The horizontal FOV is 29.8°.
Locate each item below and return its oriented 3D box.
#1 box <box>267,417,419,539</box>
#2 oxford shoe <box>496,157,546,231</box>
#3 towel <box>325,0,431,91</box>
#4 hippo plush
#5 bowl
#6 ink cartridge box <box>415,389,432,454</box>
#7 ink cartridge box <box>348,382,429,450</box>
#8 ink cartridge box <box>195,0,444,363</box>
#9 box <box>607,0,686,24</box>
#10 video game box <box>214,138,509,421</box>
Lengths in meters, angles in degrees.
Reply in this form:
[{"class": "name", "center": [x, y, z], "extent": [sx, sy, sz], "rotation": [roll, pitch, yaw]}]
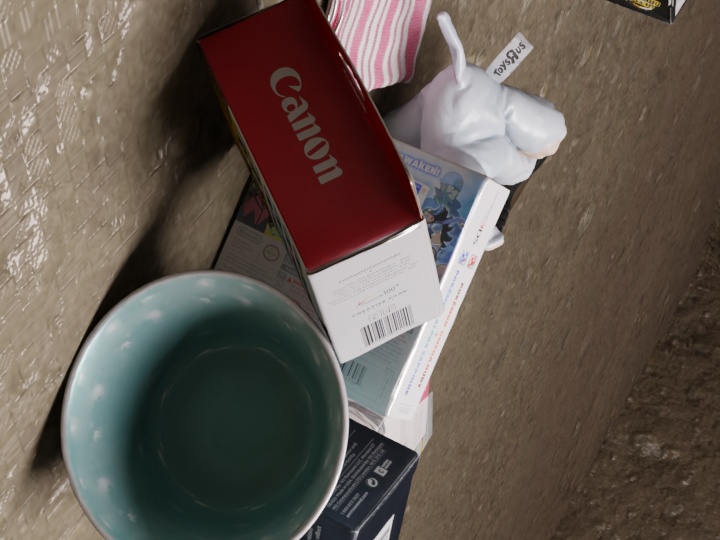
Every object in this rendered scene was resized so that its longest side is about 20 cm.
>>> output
[{"class": "box", "center": [-0.072, 0.184, 1.070], "extent": [0.107, 0.198, 0.150], "rotation": [-43, 151, -49]}, {"class": "oxford shoe", "center": [0.158, -0.106, 1.566], "extent": [0.201, 0.072, 0.085], "rotation": [-57, 175, -20]}, {"class": "towel", "center": [0.023, -0.215, 1.122], "extent": [0.200, 0.030, 0.148], "rotation": [-26, 137, -62]}, {"class": "hippo plush", "center": [0.101, -0.084, 1.175], "extent": [0.200, 0.157, 0.163], "rotation": [126, -26, -59]}, {"class": "bowl", "center": [-0.096, 0.107, 0.941], "extent": [0.203, 0.199, 0.105], "rotation": [-65, 167, -3]}, {"class": "ink cartridge box", "center": [0.013, 0.228, 1.551], "extent": [0.201, 0.059, 0.104], "rotation": [-55, 158, -29]}, {"class": "ink cartridge box", "center": [-0.008, 0.179, 1.408], "extent": [0.200, 0.082, 0.148], "rotation": [-52, 156, -37]}, {"class": "ink cartridge box", "center": [-0.029, -0.072, 0.885], "extent": [0.083, 0.201, 0.176], "rotation": [-25, 151, -5]}, {"class": "box", "center": [0.205, -0.319, 1.227], "extent": [0.050, 0.198, 0.160], "rotation": [-58, 158, -16]}, {"class": "video game box", "center": [-0.011, -0.013, 1.007], "extent": [0.047, 0.199, 0.184], "rotation": [16, 98, -56]}]
